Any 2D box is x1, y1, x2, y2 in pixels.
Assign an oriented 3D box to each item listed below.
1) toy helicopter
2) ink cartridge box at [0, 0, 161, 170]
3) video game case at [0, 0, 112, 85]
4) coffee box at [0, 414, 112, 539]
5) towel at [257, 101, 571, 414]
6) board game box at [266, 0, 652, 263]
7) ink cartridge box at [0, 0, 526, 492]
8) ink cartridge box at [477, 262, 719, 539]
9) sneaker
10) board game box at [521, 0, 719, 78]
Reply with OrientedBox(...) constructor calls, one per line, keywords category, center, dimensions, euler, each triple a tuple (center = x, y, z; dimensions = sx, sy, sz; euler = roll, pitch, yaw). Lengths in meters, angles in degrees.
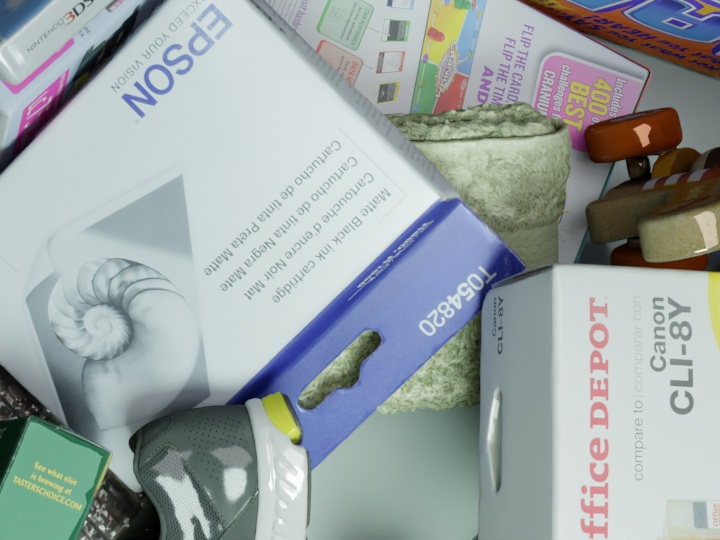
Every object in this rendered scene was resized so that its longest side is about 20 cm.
OrientedBox(category="toy helicopter", center=(0.163, -0.031, 0.969), dimensions=(0.131, 0.200, 0.080), euler=(-11, 97, 14))
OrientedBox(category="ink cartridge box", center=(-0.101, -0.130, 0.975), dimensions=(0.042, 0.119, 0.200), euler=(44, 73, -2))
OrientedBox(category="video game case", center=(-0.129, -0.161, 0.934), dimensions=(0.182, 0.200, 0.022), euler=(-44, 124, -16))
OrientedBox(category="coffee box", center=(-0.170, 0.161, 0.926), dimensions=(0.044, 0.123, 0.201), euler=(24, 77, -13))
OrientedBox(category="towel", center=(0.000, 0.000, 1.002), dimensions=(0.198, 0.037, 0.150), euler=(-4, 108, -7))
OrientedBox(category="board game box", center=(0.026, -0.071, 1.054), dimensions=(0.199, 0.040, 0.154), euler=(26, 78, -14))
OrientedBox(category="ink cartridge box", center=(-0.062, 0.000, 0.955), dimensions=(0.200, 0.041, 0.200), euler=(43, 105, -10))
OrientedBox(category="ink cartridge box", center=(0.158, 0.078, 0.939), dimensions=(0.198, 0.083, 0.146), euler=(4, 80, -16))
OrientedBox(category="sneaker", center=(-0.071, 0.145, 0.969), dimensions=(0.084, 0.075, 0.202), euler=(2, 109, -10))
OrientedBox(category="board game box", center=(0.193, -0.218, 1.038), dimensions=(0.198, 0.200, 0.201), euler=(16, 80, -16))
